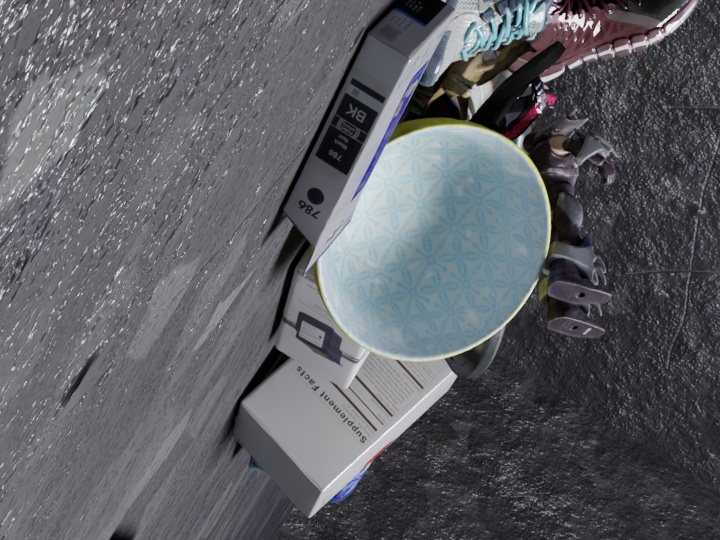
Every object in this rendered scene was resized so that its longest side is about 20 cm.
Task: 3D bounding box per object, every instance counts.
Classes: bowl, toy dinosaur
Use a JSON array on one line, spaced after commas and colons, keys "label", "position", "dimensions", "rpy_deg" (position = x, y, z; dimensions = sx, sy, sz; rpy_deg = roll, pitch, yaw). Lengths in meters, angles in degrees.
[{"label": "bowl", "position": [0.044, -0.039, 1.560], "dimensions": [0.201, 0.199, 0.108], "rpy_deg": [-60, -153, 11]}, {"label": "toy dinosaur", "position": [0.096, -0.176, 1.664], "dimensions": [0.101, 0.058, 0.200], "rpy_deg": [-43, 176, 3]}]

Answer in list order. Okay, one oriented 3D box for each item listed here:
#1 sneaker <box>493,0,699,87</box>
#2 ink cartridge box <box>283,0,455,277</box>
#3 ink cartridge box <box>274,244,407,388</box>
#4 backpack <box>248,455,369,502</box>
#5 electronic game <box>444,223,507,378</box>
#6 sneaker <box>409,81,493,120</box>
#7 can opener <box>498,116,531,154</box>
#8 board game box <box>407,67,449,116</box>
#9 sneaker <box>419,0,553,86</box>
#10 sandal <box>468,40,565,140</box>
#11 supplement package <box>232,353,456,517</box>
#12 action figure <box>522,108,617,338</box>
[{"label": "sneaker", "position": [0.197, -0.235, 1.693], "dimensions": [0.199, 0.076, 0.115], "rpy_deg": [-26, 148, 15]}, {"label": "ink cartridge box", "position": [-0.002, -0.097, 1.365], "dimensions": [0.201, 0.039, 0.100], "rpy_deg": [-64, 174, 34]}, {"label": "ink cartridge box", "position": [0.000, 0.000, 1.718], "dimensions": [0.145, 0.084, 0.200], "rpy_deg": [-58, 176, -22]}, {"label": "backpack", "position": [-0.037, 0.156, 2.066], "dimensions": [0.183, 0.134, 0.200], "rpy_deg": [-56, 177, -24]}, {"label": "electronic game", "position": [0.099, -0.006, 1.693], "dimensions": [0.200, 0.041, 0.201], "rpy_deg": [-175, -90, -77]}, {"label": "sneaker", "position": [0.061, -0.099, 1.825], "dimensions": [0.088, 0.075, 0.201], "rpy_deg": [-27, 133, -60]}, {"label": "can opener", "position": [0.119, -0.049, 1.833], "dimensions": [0.067, 0.053, 0.201], "rpy_deg": [-42, 145, -51]}, {"label": "board game box", "position": [0.099, -0.232, 1.684], "dimensions": [0.105, 0.023, 0.200], "rpy_deg": [-58, 176, -41]}, {"label": "sneaker", "position": [0.102, -0.206, 1.468], "dimensions": [0.200, 0.086, 0.078], "rpy_deg": [-56, 174, -34]}, {"label": "sandal", "position": [0.135, -0.139, 1.693], "dimensions": [0.075, 0.045, 0.200], "rpy_deg": [-38, 175, -30]}, {"label": "supplement package", "position": [-0.012, 0.124, 1.893], "dimensions": [0.200, 0.120, 0.121], "rpy_deg": [-41, 171, -19]}, {"label": "action figure", "position": [0.168, -0.047, 1.624], "dimensions": [0.130, 0.069, 0.201], "rpy_deg": [116, -25, -53]}]
